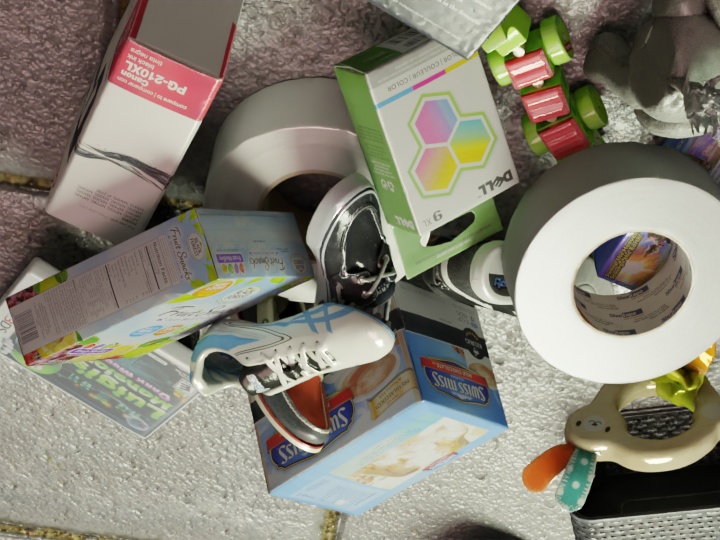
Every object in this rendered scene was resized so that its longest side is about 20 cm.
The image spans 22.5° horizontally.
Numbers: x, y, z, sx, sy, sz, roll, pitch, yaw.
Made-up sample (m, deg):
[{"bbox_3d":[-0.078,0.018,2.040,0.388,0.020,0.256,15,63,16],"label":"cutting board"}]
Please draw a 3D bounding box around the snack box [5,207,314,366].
[{"bbox_3d":[-0.164,0.015,1.506,0.199,0.068,0.168,-25,170,25],"label":"snack box"}]

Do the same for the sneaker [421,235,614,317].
[{"bbox_3d":[0.136,0.006,1.635,0.111,0.074,0.199,12,174,45],"label":"sneaker"}]

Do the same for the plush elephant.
[{"bbox_3d":[0.293,-0.166,1.407,0.154,0.201,0.165,3,128,-22],"label":"plush elephant"}]

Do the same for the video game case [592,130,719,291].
[{"bbox_3d":[0.327,-0.048,1.562,0.180,0.046,0.201,21,122,-15],"label":"video game case"}]

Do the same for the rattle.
[{"bbox_3d":[0.240,0.121,1.657,0.199,0.131,0.143,-16,145,-10],"label":"rattle"}]

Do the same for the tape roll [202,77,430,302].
[{"bbox_3d":[-0.035,-0.067,1.576,0.201,0.071,0.203,2,132,2],"label":"tape roll"}]

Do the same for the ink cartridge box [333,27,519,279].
[{"bbox_3d":[0.063,-0.095,1.481,0.103,0.059,0.201,-28,114,-21],"label":"ink cartridge box"}]

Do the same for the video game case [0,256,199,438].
[{"bbox_3d":[-0.252,0.078,1.704,0.199,0.023,0.182,32,147,-13],"label":"video game case"}]

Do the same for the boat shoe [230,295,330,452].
[{"bbox_3d":[-0.065,0.071,1.623,0.063,0.201,0.071,-41,140,23],"label":"boat shoe"}]

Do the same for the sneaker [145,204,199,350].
[{"bbox_3d":[-0.201,0.025,1.672,0.082,0.072,0.201,1,132,6],"label":"sneaker"}]

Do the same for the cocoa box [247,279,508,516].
[{"bbox_3d":[0.012,0.122,1.674,0.200,0.132,0.133,-34,145,30],"label":"cocoa box"}]

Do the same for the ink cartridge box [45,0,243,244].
[{"bbox_3d":[-0.175,-0.140,1.471,0.084,0.145,0.200,23,130,-13],"label":"ink cartridge box"}]

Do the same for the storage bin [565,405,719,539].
[{"bbox_3d":[0.304,0.212,1.749,0.199,0.136,0.094,-7,131,11],"label":"storage bin"}]

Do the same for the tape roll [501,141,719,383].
[{"bbox_3d":[0.220,-0.005,1.511,0.199,0.066,0.201,-3,121,-6],"label":"tape roll"}]

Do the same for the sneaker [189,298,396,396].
[{"bbox_3d":[-0.057,0.072,1.519,0.199,0.073,0.072,-10,135,33],"label":"sneaker"}]

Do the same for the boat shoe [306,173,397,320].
[{"bbox_3d":[0.000,0.000,1.508,0.068,0.072,0.201,41,151,25],"label":"boat shoe"}]

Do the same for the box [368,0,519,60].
[{"bbox_3d":[0.080,-0.283,1.347,0.147,0.105,0.200,29,128,-19],"label":"box"}]

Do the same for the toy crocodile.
[{"bbox_3d":[0.155,-0.144,1.494,0.067,0.062,0.200,-19,128,21],"label":"toy crocodile"}]
